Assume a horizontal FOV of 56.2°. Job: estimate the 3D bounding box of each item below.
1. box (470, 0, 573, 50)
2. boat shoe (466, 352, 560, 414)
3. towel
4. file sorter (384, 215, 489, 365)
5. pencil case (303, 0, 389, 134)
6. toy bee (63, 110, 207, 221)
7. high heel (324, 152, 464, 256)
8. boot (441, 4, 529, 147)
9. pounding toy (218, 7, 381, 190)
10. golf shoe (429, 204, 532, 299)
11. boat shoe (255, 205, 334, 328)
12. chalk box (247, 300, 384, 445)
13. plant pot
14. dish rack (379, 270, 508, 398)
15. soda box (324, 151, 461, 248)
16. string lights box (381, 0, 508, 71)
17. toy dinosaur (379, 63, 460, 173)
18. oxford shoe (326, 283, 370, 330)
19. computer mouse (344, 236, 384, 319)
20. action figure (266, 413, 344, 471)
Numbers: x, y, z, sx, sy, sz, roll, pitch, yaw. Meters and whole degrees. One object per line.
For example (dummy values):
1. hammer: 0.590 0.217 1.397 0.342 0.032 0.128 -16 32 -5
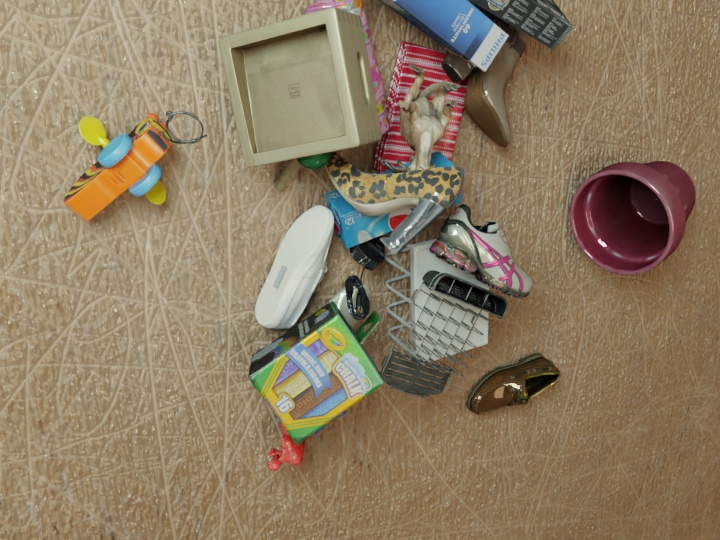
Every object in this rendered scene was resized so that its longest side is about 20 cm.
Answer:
1. box: 0.192 -0.408 0.950 0.198 0.161 0.044 15 131 -33
2. boat shoe: 0.303 0.228 1.326 0.199 0.068 0.073 -28 123 -16
3. towel: 0.100 -0.239 1.050 0.143 0.022 0.202 3 108 -32
4. file sorter: 0.118 0.024 1.104 0.137 0.124 0.202 -14 116 -23
5. pencil case: -0.017 -0.279 0.931 0.087 0.087 0.202 -27 120 -18
6. toy bee: -0.272 -0.142 0.840 0.198 0.109 0.132 -14 127 3
7. high heel: 0.042 -0.134 0.923 0.142 0.200 0.071 -43 155 8
8. boot: 0.212 -0.312 1.039 0.147 0.070 0.200 -51 123 -12
9. pounding toy: -0.074 -0.206 0.870 0.182 0.142 0.202 -7 102 20
10. golf shoe: 0.199 -0.023 1.011 0.199 0.073 0.093 28 93 -33
11. boat shoe: -0.085 0.001 1.015 0.068 0.072 0.202 18 98 -49
12. chalk box: -0.048 0.133 0.994 0.199 0.125 0.125 -33 99 -2
13. plant pot: 0.521 -0.115 1.251 0.178 0.199 0.202 -27 122 -36
14. dish rack: 0.122 0.105 1.031 0.152 0.055 0.202 21 99 -32
15. soda box: 0.051 -0.109 1.026 0.198 0.068 0.065 -23 133 -12
16. string lights box: 0.091 -0.346 0.884 0.199 0.103 0.059 22 109 -36
17. toy dinosaur: 0.082 -0.204 0.973 0.085 0.201 0.136 14 136 -4
18. oxford shoe: -0.045 0.109 1.087 0.075 0.058 0.201 39 86 -33
19. computer mouse: 0.000 0.000 1.008 0.059 0.201 0.034 40 126 -22
20. action figure: -0.097 0.249 1.117 0.200 0.098 0.066 -44 125 -34
